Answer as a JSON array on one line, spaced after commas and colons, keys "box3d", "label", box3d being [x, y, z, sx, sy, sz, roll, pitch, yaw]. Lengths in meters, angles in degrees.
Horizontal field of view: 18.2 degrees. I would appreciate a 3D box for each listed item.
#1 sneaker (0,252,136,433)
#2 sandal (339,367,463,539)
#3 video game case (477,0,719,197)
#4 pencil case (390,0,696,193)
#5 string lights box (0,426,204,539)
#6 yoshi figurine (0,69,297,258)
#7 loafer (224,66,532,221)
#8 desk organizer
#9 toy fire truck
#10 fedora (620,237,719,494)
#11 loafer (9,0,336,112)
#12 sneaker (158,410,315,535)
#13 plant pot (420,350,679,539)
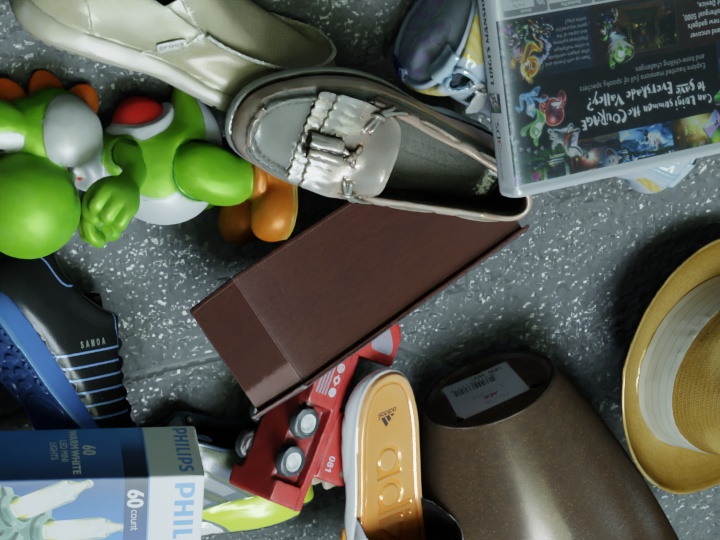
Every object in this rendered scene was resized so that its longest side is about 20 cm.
[{"box3d": [-0.168, 0.068, 1.370, 0.078, 0.070, 0.200, -51, 126, -34], "label": "sneaker"}, {"box3d": [0.028, 0.166, 1.426, 0.079, 0.059, 0.207, -22, 115, -39], "label": "sandal"}, {"box3d": [0.156, -0.149, 1.317, 0.200, 0.023, 0.182, -13, 101, -29], "label": "video game case"}, {"box3d": [0.118, -0.114, 1.357, 0.200, 0.091, 0.083, 21, 114, -31], "label": "pencil case"}, {"box3d": [-0.195, 0.150, 1.316, 0.199, 0.059, 0.103, -1, 117, -11], "label": "string lights box"}, {"box3d": [-0.142, -0.042, 1.303, 0.199, 0.112, 0.113, 11, 125, -23], "label": "yoshi figurine"}, {"box3d": [0.018, -0.068, 1.294, 0.200, 0.063, 0.072, 10, 112, -38], "label": "loafer"}, {"box3d": [0.000, 0.000, 1.367, 0.200, 0.072, 0.077, -34, 90, -33], "label": "desk organizer"}, {"box3d": [-0.011, 0.116, 1.452, 0.141, 0.049, 0.200, 26, 83, -43], "label": "toy fire truck"}, {"box3d": [0.264, 0.071, 1.505, 0.200, 0.082, 0.201, -15, 114, -35], "label": "fedora"}, {"box3d": [-0.095, -0.142, 1.268, 0.200, 0.076, 0.068, 12, 124, -26], "label": "loafer"}, {"box3d": [-0.130, 0.134, 1.457, 0.199, 0.074, 0.081, -17, 121, -18], "label": "sneaker"}, {"box3d": [0.114, 0.162, 1.508, 0.186, 0.187, 0.200, -23, 114, -4], "label": "plant pot"}]
